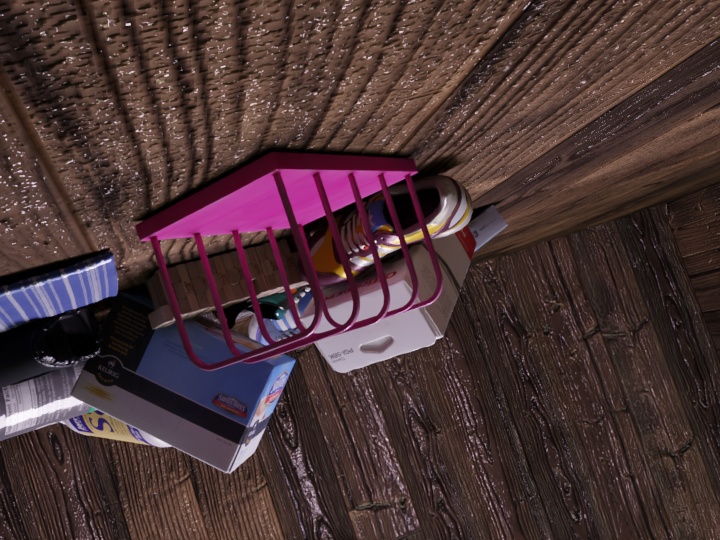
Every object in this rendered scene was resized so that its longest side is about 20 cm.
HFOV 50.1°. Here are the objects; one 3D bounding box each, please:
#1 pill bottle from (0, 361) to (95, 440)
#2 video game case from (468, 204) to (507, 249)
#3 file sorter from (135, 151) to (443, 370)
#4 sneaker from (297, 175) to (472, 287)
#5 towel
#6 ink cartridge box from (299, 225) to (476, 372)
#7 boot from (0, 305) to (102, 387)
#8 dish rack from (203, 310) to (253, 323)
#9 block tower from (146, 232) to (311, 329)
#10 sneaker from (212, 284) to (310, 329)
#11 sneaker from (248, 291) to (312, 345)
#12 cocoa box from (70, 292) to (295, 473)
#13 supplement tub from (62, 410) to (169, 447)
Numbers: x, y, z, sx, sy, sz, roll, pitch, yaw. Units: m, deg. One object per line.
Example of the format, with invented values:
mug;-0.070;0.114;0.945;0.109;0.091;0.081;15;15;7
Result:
pill bottle;-0.414;0.139;0.913;0.200;0.113;0.113;-13;173;-44
video game case;0.134;-0.020;1.280;0.181;0.045;0.200;-38;180;-13
file sorter;-0.041;-0.007;0.609;0.139;0.126;0.200;-21;175;31
sneaker;0.011;-0.044;0.778;0.200;0.075;0.090;-27;165;18
towel;-0.310;0.030;0.659;0.200;0.024;0.145;-19;174;-19
ink cartridge box;0.037;0.010;0.891;0.147;0.083;0.200;-22;-158;30
boot;-0.359;0.091;0.743;0.162;0.073;0.198;-14;-174;18
dish rack;-0.200;0.055;1.155;0.200;0.055;0.153;-20;177;-4
block tower;-0.135;0.008;0.849;0.200;0.058;0.054;-18;175;-31
sneaker;-0.095;0.019;0.943;0.200;0.080;0.071;-15;173;-31
sneaker;-0.060;0.081;1.055;0.081;0.146;0.200;-13;148;-55
cocoa box;-0.198;0.123;0.895;0.200;0.131;0.133;24;179;6
supplement tub;-0.329;0.162;1.074;0.200;0.146;0.145;1;-176;25
